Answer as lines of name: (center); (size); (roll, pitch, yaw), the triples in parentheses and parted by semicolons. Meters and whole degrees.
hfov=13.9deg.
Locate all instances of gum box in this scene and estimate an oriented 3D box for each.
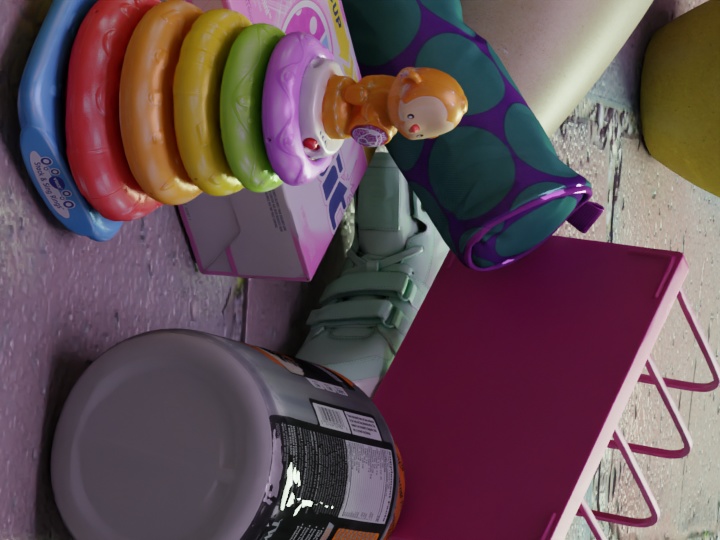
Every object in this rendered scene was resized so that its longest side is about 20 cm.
gum box: (-0.057, -0.107, 1.493); (0.114, 0.066, 0.200); (-64, 149, -43)

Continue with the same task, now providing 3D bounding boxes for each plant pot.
plant pot: (0.084, -0.162, 1.721); (0.200, 0.187, 0.187); (-69, 153, -19)
plant pot: (0.297, -0.135, 2.276); (0.200, 0.142, 0.201); (3, 90, -68)

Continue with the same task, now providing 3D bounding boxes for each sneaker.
sneaker: (0.000, 0.000, 1.649); (0.200, 0.074, 0.118); (-44, 128, -59)

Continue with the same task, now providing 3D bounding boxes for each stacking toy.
stacking toy: (-0.046, -0.075, 1.345); (0.116, 0.200, 0.110); (67, 33, -48)

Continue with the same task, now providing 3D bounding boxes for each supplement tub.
supplement tub: (-0.057, 0.099, 1.444); (0.200, 0.122, 0.123); (23, 72, -67)

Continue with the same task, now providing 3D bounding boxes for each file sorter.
file sorter: (0.095, 0.097, 1.596); (0.200, 0.139, 0.126); (-62, 143, -27)

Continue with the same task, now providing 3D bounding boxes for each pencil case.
pencil case: (0.045, -0.098, 1.594); (0.092, 0.085, 0.200); (-9, 61, -44)
